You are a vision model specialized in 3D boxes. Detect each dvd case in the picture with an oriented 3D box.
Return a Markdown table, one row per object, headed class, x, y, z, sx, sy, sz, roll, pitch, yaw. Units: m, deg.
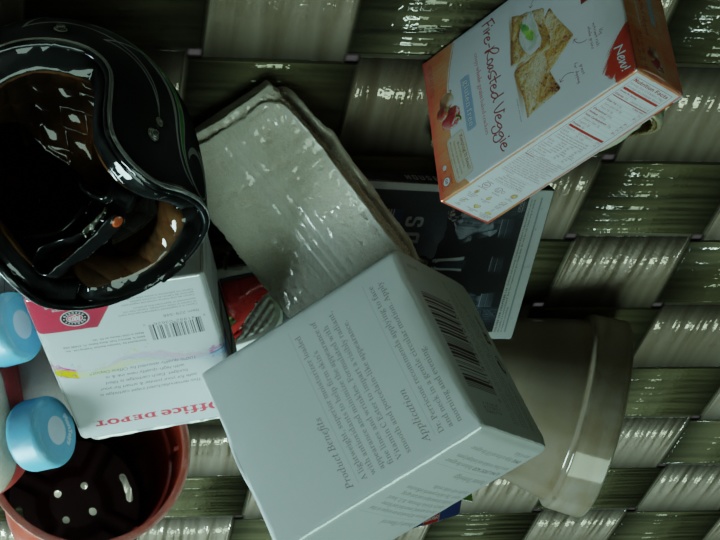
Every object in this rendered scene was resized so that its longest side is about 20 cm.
| class | x | y | z | sx | sy | sz | roll | pitch | yaw |
| --- | --- | --- | --- | --- | --- | --- | --- | --- | --- |
| dvd case | 0.063 | -0.011 | 1.524 | 0.199 | 0.025 | 0.151 | 1 | 116 | -28 |

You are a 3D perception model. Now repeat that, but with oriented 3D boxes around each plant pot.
| class | x | y | z | sx | sy | sz | roll | pitch | yaw |
| --- | --- | --- | --- | --- | --- | --- | --- | --- | --- |
| plant pot | 0.158 | 0.124 | 1.726 | 0.172 | 0.201 | 0.200 | 16 | 146 | -2 |
| plant pot | -0.282 | 0.209 | 1.770 | 0.199 | 0.202 | 0.195 | 1 | 156 | -12 |

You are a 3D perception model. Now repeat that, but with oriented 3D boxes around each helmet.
| class | x | y | z | sx | sy | sz | roll | pitch | yaw |
| --- | --- | --- | --- | --- | --- | --- | --- | --- | --- |
| helmet | -0.214 | -0.087 | 1.288 | 0.199 | 0.191 | 0.200 | -25 | 156 | -12 |

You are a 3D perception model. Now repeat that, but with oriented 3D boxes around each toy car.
| class | x | y | z | sx | sy | sz | roll | pitch | yaw |
| --- | --- | --- | --- | --- | --- | --- | --- | --- | --- |
| toy car | -0.319 | 0.098 | 1.559 | 0.183 | 0.178 | 0.200 | -15 | -175 | 25 |

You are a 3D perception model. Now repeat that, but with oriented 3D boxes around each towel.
| class | x | y | z | sx | sy | sz | roll | pitch | yaw |
| --- | --- | --- | --- | --- | --- | --- | --- | --- | --- |
| towel | -0.057 | -0.052 | 1.436 | 0.132 | 0.035 | 0.200 | -28 | 109 | 29 |

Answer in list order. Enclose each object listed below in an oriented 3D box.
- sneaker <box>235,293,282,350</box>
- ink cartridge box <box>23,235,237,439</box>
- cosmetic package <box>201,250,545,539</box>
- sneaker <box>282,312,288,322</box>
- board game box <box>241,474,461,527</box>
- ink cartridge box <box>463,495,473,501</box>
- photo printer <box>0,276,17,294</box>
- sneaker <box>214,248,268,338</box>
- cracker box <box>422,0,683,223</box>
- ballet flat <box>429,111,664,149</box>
| class | x | y | z | sx | sy | sz | roll | pitch | yaw |
| --- | --- | --- | --- | --- | --- | --- | --- | --- | --- |
| sneaker | -0.161 | 0.067 | 1.662 | 0.199 | 0.076 | 0.105 | -11 | 153 | 9 |
| ink cartridge box | -0.184 | 0.043 | 1.449 | 0.146 | 0.086 | 0.201 | -9 | 143 | 0 |
| cosmetic package | 0.012 | 0.116 | 1.430 | 0.199 | 0.166 | 0.165 | -32 | 158 | 15 |
| sneaker | -0.075 | 0.063 | 1.686 | 0.199 | 0.075 | 0.087 | -21 | 158 | 35 |
| board game box | -0.028 | 0.209 | 1.795 | 0.199 | 0.062 | 0.199 | 16 | -168 | 34 |
| ink cartridge box | 0.016 | 0.157 | 1.724 | 0.198 | 0.076 | 0.148 | 9 | -170 | -1 |
| photo printer | -0.252 | -0.037 | 1.476 | 0.165 | 0.070 | 0.200 | 0 | 149 | -10 |
| sneaker | -0.123 | 0.033 | 1.571 | 0.199 | 0.077 | 0.085 | -21 | 102 | 17 |
| cracker box | 0.138 | -0.143 | 1.312 | 0.057 | 0.135 | 0.200 | 23 | 138 | -38 |
| ballet flat | 0.150 | -0.118 | 1.424 | 0.199 | 0.063 | 0.068 | -15 | 147 | 14 |
